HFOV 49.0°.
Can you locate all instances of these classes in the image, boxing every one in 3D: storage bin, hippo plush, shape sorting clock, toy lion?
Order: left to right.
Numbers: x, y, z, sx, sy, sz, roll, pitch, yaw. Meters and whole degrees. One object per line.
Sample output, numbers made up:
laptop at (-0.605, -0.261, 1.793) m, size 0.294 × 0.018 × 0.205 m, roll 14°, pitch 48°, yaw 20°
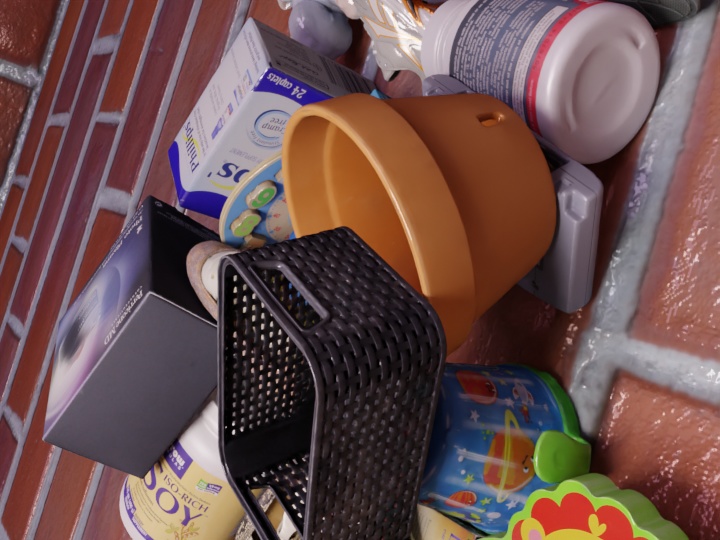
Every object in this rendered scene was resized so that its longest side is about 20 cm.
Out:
shape sorting clock at (-0.046, -0.060, 0.800) m, size 0.200 × 0.198 × 0.040 m, roll -49°, pitch 53°, yaw 27°
storage bin at (-0.028, 0.090, 0.528) m, size 0.135 × 0.092 × 0.203 m, roll 44°, pitch 139°, yaw 43°
hippo plush at (-0.043, -0.349, 0.953) m, size 0.160 × 0.158 × 0.204 m, roll -30°, pitch 53°, yaw 41°
toy lion at (0.132, 0.227, 0.511) m, size 0.198 × 0.068 × 0.196 m, roll 2°, pitch 92°, yaw 54°

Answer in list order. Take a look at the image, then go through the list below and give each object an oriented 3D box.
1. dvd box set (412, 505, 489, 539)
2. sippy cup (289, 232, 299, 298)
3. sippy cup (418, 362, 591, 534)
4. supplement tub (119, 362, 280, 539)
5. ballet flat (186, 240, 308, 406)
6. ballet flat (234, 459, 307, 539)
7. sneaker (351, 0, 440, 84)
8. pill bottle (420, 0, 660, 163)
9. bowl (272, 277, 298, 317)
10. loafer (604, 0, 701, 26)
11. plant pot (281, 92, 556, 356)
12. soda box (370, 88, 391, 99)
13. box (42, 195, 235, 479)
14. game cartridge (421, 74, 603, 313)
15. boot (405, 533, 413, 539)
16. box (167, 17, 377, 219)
dvd box set at (0.024, 0.266, 0.705) m, size 0.199 × 0.029 × 0.149 m, roll 13°, pitch 85°, yaw 55°
sippy cup at (0.000, 0.000, 0.757) m, size 0.139 × 0.129 × 0.181 m, roll -26°, pitch 56°, yaw 45°
sippy cup at (0.078, 0.130, 0.611) m, size 0.178 × 0.129 × 0.141 m, roll -44°, pitch 43°, yaw 33°
supplement tub at (-0.165, 0.213, 0.882) m, size 0.201 × 0.144 × 0.146 m, roll -55°, pitch 39°, yaw 22°
ballet flat at (-0.099, 0.029, 0.717) m, size 0.201 × 0.067 × 0.068 m, roll 50°, pitch 154°, yaw 26°
ballet flat at (-0.081, 0.259, 0.810) m, size 0.202 × 0.067 × 0.075 m, roll -61°, pitch 12°, yaw 12°
sneaker at (0.028, -0.252, 0.823) m, size 0.199 × 0.076 × 0.093 m, roll 40°, pitch 121°, yaw 10°
pill bottle at (0.139, -0.175, 0.670) m, size 0.200 × 0.118 × 0.121 m, roll 39°, pitch 106°, yaw 52°
bowl at (-0.148, 0.050, 0.963) m, size 0.199 × 0.106 × 0.204 m, roll -26°, pitch 56°, yaw 45°
loafer at (0.204, -0.248, 0.662) m, size 0.199 × 0.071 × 0.064 m, roll 25°, pitch 88°, yaw 56°
plant pot at (0.048, -0.041, 0.578) m, size 0.201 × 0.138 × 0.202 m, roll 49°, pitch 152°, yaw 38°
soda box at (-0.010, -0.095, 0.881) m, size 0.200 × 0.063 × 0.068 m, roll -49°, pitch 42°, yaw 27°
box at (-0.226, 0.064, 0.832) m, size 0.201 × 0.122 × 0.199 m, roll -50°, pitch 31°, yaw 16°
game cartridge at (0.117, -0.061, 0.647) m, size 0.041 × 0.134 × 0.200 m, roll -30°, pitch 49°, yaw -14°
boot at (-0.020, 0.225, 0.701) m, size 0.144 × 0.072 × 0.203 m, roll -37°, pitch 49°, yaw 38°
box at (-0.094, -0.150, 0.915) m, size 0.201 × 0.182 × 0.106 m, roll -49°, pitch 43°, yaw 28°
